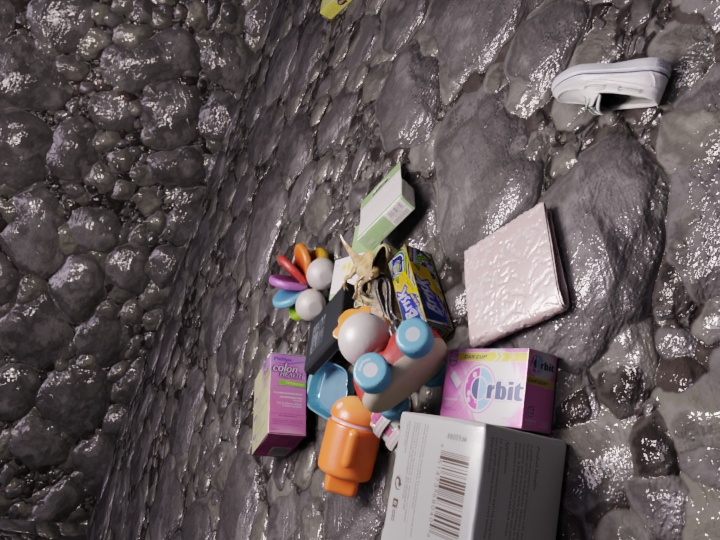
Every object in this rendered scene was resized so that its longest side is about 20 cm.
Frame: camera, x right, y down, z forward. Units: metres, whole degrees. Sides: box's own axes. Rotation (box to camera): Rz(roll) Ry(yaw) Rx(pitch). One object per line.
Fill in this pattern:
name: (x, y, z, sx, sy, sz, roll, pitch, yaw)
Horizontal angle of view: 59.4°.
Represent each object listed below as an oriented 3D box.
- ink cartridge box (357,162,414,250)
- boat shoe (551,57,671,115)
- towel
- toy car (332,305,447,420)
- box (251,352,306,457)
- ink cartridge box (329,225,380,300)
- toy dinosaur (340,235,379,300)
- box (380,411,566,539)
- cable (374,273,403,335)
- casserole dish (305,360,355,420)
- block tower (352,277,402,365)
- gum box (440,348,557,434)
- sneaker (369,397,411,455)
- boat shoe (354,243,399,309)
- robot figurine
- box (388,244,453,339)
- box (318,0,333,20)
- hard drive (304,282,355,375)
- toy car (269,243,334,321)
ink cartridge box: (0.058, -0.147, 1.428, 0.145, 0.048, 0.201, -45, 17, 24)
boat shoe: (0.368, -0.273, 0.963, 0.199, 0.073, 0.068, 7, 78, 60)
towel: (0.252, 0.013, 1.056, 0.199, 0.032, 0.194, -35, 45, 47)
toy car: (0.035, 0.127, 1.114, 0.176, 0.185, 0.201, -38, 58, -4)
box: (-0.202, 0.337, 1.567, 0.177, 0.095, 0.203, 124, 149, -51)
ink cartridge box: (-0.009, -0.027, 1.513, 0.145, 0.047, 0.204, -13, 67, 58)
toy dinosaur: (0.000, 0.000, 1.339, 0.200, 0.057, 0.103, 46, 119, 59)
box: (0.160, 0.322, 0.908, 0.199, 0.169, 0.203, -10, 66, 58)
cable: (0.072, 0.106, 1.268, 0.097, 0.050, 0.202, -52, 47, 40)
casserole dish: (-0.067, 0.276, 1.459, 0.199, 0.038, 0.123, 8, 82, 60)
block tower: (0.047, 0.117, 1.333, 0.054, 0.057, 0.203, 21, 92, 61)
gum box: (0.210, 0.187, 0.999, 0.199, 0.065, 0.116, -12, 65, 58)
sneaker: (0.062, 0.295, 1.175, 0.082, 0.087, 0.201, -60, 32, 20)
boat shoe: (0.028, 0.041, 1.374, 0.072, 0.063, 0.204, 27, 95, 30)
robot figurine: (-0.019, 0.342, 1.264, 0.115, 0.143, 0.204, 11, 85, 38)
box: (0.115, 0.048, 1.234, 0.065, 0.069, 0.202, -52, 35, 35)
box: (-0.068, -0.907, 2.077, 0.199, 0.049, 0.077, -14, 63, 58)
hard drive: (-0.072, 0.136, 1.456, 0.200, 0.032, 0.142, -50, 26, 47)
toy car: (-0.164, 0.027, 1.645, 0.174, 0.148, 0.203, 28, 99, 60)
